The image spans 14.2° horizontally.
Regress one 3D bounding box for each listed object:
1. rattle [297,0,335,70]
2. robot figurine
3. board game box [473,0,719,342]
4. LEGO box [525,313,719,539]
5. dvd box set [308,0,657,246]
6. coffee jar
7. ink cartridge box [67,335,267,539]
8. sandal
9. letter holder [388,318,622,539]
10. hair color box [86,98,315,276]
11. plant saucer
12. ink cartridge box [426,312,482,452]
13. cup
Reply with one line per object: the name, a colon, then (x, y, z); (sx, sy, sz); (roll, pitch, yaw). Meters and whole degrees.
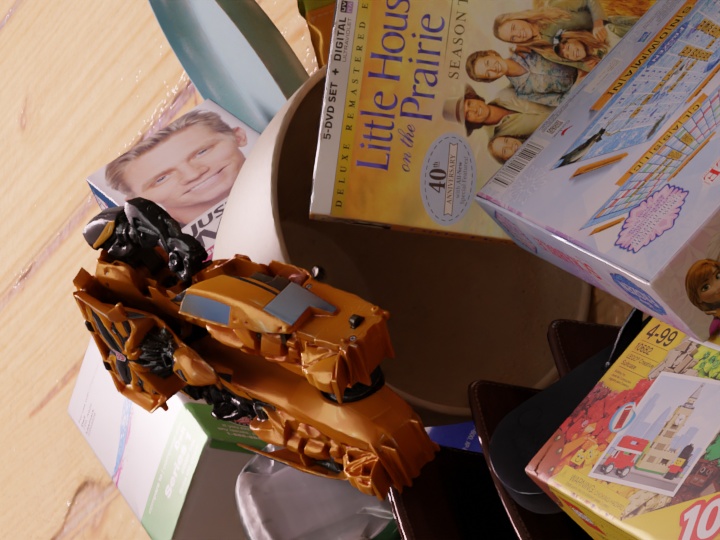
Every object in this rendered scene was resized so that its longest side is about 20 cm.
rattle: (-0.037, -0.175, 1.789); (0.200, 0.130, 0.143); (6, 131, 52)
robot figurine: (-0.060, 0.039, 1.399); (0.200, 0.145, 0.058); (17, 52, 37)
board game box: (0.165, -0.073, 1.290); (0.200, 0.041, 0.199); (-47, 23, -4)
LEGO box: (0.177, 0.072, 1.177); (0.149, 0.077, 0.200); (-49, 23, -7)
dvd box set: (0.082, -0.084, 1.413); (0.029, 0.200, 0.147); (113, 165, -85)
coffee jar: (0.011, 0.174, 1.479); (0.200, 0.085, 0.104); (65, 178, -42)
ink cartridge box: (-0.070, 0.100, 1.693); (0.200, 0.145, 0.084); (47, 122, 58)
sandal: (0.144, 0.036, 1.307); (0.200, 0.043, 0.076); (-39, 43, -5)
letter holder: (0.105, 0.121, 1.352); (0.101, 0.142, 0.200); (-63, 32, 30)
hair color box: (-0.081, -0.030, 1.767); (0.200, 0.100, 0.061); (35, 155, 55)
plant saucer: (-0.069, -0.121, 1.776); (0.027, 0.200, 0.200); (-36, 26, -12)
ink cartridge box: (0.038, 0.057, 1.624); (0.095, 0.037, 0.200); (-65, 33, 26)
cup: (0.000, 0.000, 1.518); (0.143, 0.200, 0.201); (-29, 56, 50)
